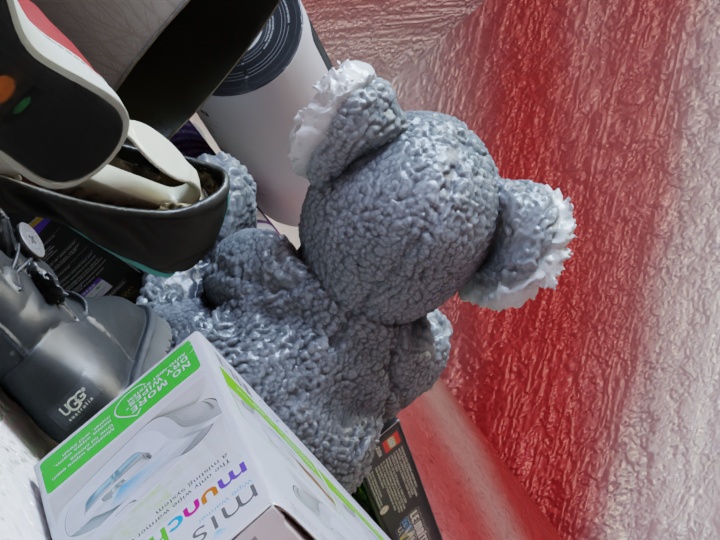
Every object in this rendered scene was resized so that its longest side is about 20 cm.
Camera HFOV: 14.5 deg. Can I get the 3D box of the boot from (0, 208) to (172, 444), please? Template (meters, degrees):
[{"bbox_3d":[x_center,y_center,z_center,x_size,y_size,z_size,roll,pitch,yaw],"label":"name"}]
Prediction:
[{"bbox_3d":[-0.173,-0.013,1.241,0.200,0.066,0.165,45,2,-14],"label":"boot"}]

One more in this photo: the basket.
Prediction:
[{"bbox_3d":[-0.158,-0.167,1.431,0.200,0.180,0.136,40,-9,12],"label":"basket"}]

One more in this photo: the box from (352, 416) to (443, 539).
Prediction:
[{"bbox_3d":[-0.004,0.119,1.655,0.110,0.035,0.200,41,-18,34],"label":"box"}]

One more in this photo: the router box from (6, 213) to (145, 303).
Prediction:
[{"bbox_3d":[-0.203,-0.067,1.458,0.200,0.052,0.157,52,4,22],"label":"router box"}]

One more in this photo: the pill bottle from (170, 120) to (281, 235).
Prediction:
[{"bbox_3d":[-0.131,-0.039,1.625,0.200,0.111,0.111,51,3,19],"label":"pill bottle"}]

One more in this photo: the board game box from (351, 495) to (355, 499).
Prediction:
[{"bbox_3d":[-0.030,0.137,1.558,0.200,0.048,0.102,50,3,2],"label":"board game box"}]

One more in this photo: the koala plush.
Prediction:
[{"bbox_3d":[0.000,0.000,1.410,0.177,0.200,0.184,37,29,-13],"label":"koala plush"}]

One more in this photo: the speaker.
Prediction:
[{"bbox_3d":[-0.050,-0.094,1.582,0.081,0.081,0.200,51,-4,23],"label":"speaker"}]

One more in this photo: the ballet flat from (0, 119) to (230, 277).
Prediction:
[{"bbox_3d":[-0.146,-0.057,1.320,0.199,0.068,0.068,18,40,-33],"label":"ballet flat"}]

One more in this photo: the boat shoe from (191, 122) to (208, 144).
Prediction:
[{"bbox_3d":[-0.109,0.006,1.708,0.072,0.062,0.201,-43,-120,57],"label":"boat shoe"}]

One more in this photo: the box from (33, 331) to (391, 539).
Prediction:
[{"bbox_3d":[-0.021,0.147,1.108,0.200,0.097,0.177,49,4,-24],"label":"box"}]

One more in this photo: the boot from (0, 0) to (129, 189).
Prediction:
[{"bbox_3d":[-0.192,-0.127,1.203,0.144,0.072,0.200,50,4,35],"label":"boot"}]
